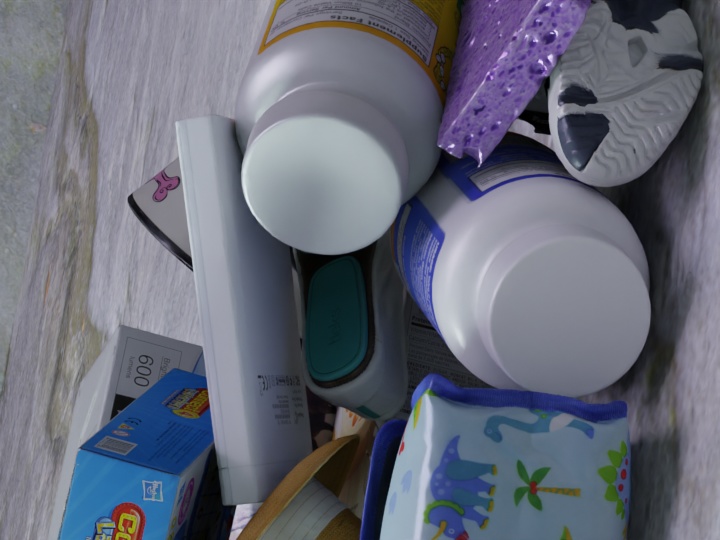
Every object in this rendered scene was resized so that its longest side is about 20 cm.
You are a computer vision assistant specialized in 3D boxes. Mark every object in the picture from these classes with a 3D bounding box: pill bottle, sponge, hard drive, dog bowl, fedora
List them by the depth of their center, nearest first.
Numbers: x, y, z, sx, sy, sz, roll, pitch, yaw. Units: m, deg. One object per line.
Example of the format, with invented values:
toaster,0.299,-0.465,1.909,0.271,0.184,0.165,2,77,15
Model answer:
pill bottle,0.085,0.000,1.531,0.200,0.112,0.112,-124,50,-72
fedora,-0.031,0.182,1.554,0.201,0.082,0.201,-53,-12,-16
sponge,0.087,-0.152,1.557,0.112,0.030,0.200,-56,13,34
pill bottle,-0.005,-0.097,1.583,0.200,0.112,0.113,-75,7,-56
hard drive,-0.059,0.022,1.593,0.132,0.027,0.201,9,-105,-77
dog bowl,-0.054,-0.017,1.978,0.074,0.200,0.200,-52,17,7

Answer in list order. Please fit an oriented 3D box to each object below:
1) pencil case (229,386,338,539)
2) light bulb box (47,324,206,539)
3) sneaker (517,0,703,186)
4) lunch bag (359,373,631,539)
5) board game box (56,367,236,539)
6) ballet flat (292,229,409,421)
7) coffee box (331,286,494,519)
pencil case,-0.057,0.149,1.753,0.078,0.089,0.201,-9,70,47
light bulb box,-0.089,0.165,1.882,0.125,0.199,0.199,131,151,-64
sneaker,0.118,-0.092,1.563,0.130,0.079,0.200,117,162,-47
lunch bag,0.059,0.155,1.473,0.200,0.127,0.171,98,-179,-77
board game box,-0.119,0.170,1.587,0.200,0.056,0.197,-45,-31,-75
ballet flat,0.000,0.000,1.652,0.070,0.069,0.201,119,157,-48
coffee box,0.038,0.072,1.715,0.114,0.079,0.201,137,145,-64
